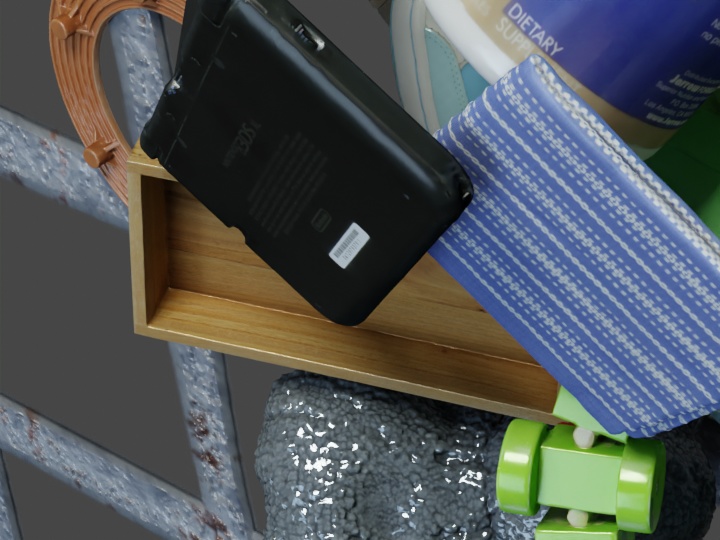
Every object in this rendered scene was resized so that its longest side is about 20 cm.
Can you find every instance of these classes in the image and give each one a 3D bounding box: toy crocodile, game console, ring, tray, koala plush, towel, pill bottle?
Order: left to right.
[{"bbox_3d":[-0.097,-0.077,1.399,0.200,0.019,0.201,31,140,30],"label":"ring"},{"bbox_3d":[-0.014,-0.093,1.015,0.176,0.116,0.200,43,162,1],"label":"game console"},{"bbox_3d":[0.000,0.000,1.143,0.199,0.037,0.099,12,132,12],"label":"tray"},{"bbox_3d":[0.071,0.105,1.216,0.199,0.178,0.184,-1,151,29],"label":"koala plush"},{"bbox_3d":[0.094,0.121,1.106,0.067,0.062,0.201,7,105,17],"label":"toy crocodile"},{"bbox_3d":[0.083,-0.004,0.957,0.145,0.024,0.200,44,163,-3],"label":"towel"},{"bbox_3d":[0.121,-0.144,0.925,0.116,0.116,0.200,45,111,10],"label":"pill bottle"}]

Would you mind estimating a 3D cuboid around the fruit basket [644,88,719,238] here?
[{"bbox_3d":[0.188,-0.044,1.017,0.214,0.155,0.217,-6,78,30],"label":"fruit basket"}]

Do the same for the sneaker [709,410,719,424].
[{"bbox_3d":[0.177,0.063,1.140,0.199,0.074,0.082,34,140,16],"label":"sneaker"}]

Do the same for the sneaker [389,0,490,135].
[{"bbox_3d":[0.084,-0.122,1.045,0.130,0.079,0.201,14,108,39],"label":"sneaker"}]

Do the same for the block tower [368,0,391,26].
[{"bbox_3d":[0.059,-0.103,1.156,0.200,0.054,0.058,53,146,-1],"label":"block tower"}]

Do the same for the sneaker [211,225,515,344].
[{"bbox_3d":[0.004,-0.039,1.213,0.199,0.116,0.076,18,134,6],"label":"sneaker"}]
